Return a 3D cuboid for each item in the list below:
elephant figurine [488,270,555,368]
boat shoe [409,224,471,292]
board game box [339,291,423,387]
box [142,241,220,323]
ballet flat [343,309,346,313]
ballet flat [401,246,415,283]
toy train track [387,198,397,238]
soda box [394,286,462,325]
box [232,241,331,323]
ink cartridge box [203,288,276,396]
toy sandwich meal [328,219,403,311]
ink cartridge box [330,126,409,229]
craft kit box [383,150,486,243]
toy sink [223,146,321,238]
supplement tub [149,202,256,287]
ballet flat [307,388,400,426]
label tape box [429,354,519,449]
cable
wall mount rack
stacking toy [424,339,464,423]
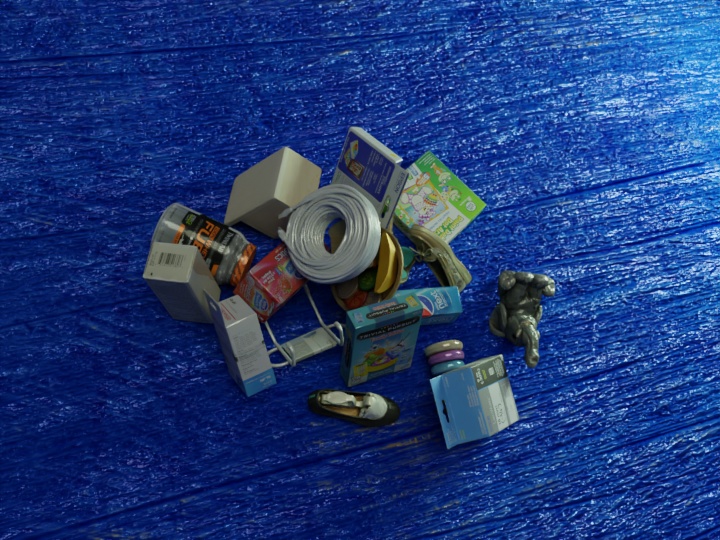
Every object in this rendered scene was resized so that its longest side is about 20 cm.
[{"bbox_3d":[0.350,0.105,1.714,0.140,0.155,0.202,7,90,26],"label":"elephant figurine"},{"bbox_3d":[0.172,-0.022,1.716,0.200,0.073,0.063,45,75,-23],"label":"boat shoe"},{"bbox_3d":[0.041,0.143,1.571,0.150,0.201,0.047,-16,52,-19],"label":"board game box"},{"bbox_3d":[-0.347,0.028,1.521,0.094,0.200,0.078,6,64,6],"label":"box"},{"bbox_3d":[0.000,0.000,1.660,0.067,0.202,0.046,-3,28,-44],"label":"ballet flat"},{"bbox_3d":[0.071,0.007,1.671,0.070,0.071,0.200,36,25,4],"label":"ballet flat"},{"bbox_3d":[0.054,-0.101,1.725,0.032,0.115,0.202,10,100,20],"label":"toy train track"},{"bbox_3d":[0.117,0.082,1.692,0.198,0.068,0.065,-4,67,-16],"label":"soda box"},{"bbox_3d":[-0.158,0.004,1.612,0.096,0.100,0.200,46,48,-1],"label":"box"},{"bbox_3d":[-0.235,0.127,1.502,0.067,0.116,0.202,-23,117,-21],"label":"ink cartridge box"},{"bbox_3d":[0.000,-0.012,1.563,0.070,0.204,0.207,19,53,-52],"label":"toy sandwich meal"},{"bbox_3d":[0.020,-0.178,1.682,0.047,0.199,0.200,-13,45,-45],"label":"ink cartridge box"},{"bbox_3d":[0.163,-0.157,1.826,0.198,0.049,0.200,45,64,5],"label":"craft kit box"},{"bbox_3d":[-0.190,-0.157,1.686,0.112,0.199,0.131,29,56,-33],"label":"toy sink"},{"bbox_3d":[-0.325,-0.049,1.612,0.199,0.123,0.123,24,63,-2],"label":"supplement tub"},{"bbox_3d":[-0.008,0.278,1.574,0.198,0.068,0.069,7,64,-11],"label":"ballet flat"},{"bbox_3d":[0.237,0.265,1.574,0.199,0.063,0.146,-10,84,-51],"label":"label tape box"},{"bbox_3d":[-0.055,-0.070,1.529,0.199,0.069,0.201,-33,65,18],"label":"cable"},{"bbox_3d":[-0.126,0.118,1.619,0.199,0.075,0.174,-21,36,-22],"label":"wall mount rack"},{"bbox_3d":[0.195,0.253,1.633,0.085,0.085,0.202,-6,72,-16],"label":"stacking toy"}]
